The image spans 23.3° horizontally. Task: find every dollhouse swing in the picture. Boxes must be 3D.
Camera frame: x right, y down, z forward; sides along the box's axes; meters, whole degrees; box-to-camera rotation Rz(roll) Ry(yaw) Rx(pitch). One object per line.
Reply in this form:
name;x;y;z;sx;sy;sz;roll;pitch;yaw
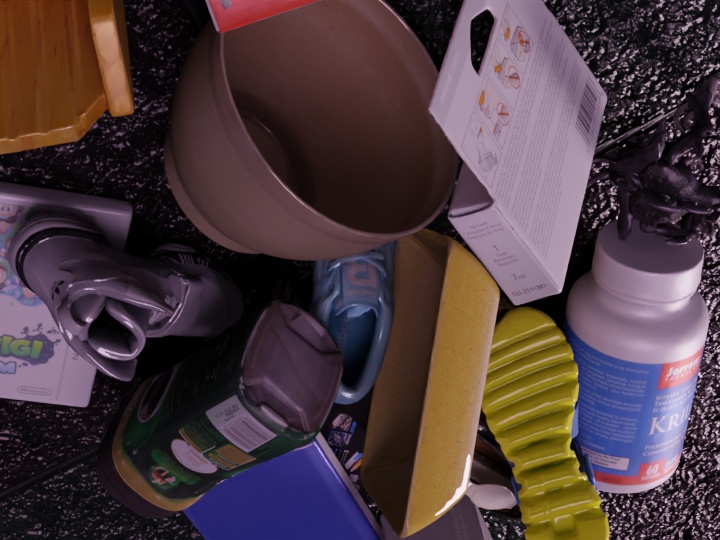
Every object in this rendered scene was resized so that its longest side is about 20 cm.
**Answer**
dollhouse swing;-0.259;-0.195;1.095;0.199;0.183;0.176;-10;144;-2

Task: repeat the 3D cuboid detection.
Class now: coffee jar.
coffee jar;-0.106;0.105;1.262;0.085;0.105;0.200;40;136;-19

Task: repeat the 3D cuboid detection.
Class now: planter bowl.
planter bowl;-0.050;-0.090;1.193;0.200;0.201;0.135;31;141;-26

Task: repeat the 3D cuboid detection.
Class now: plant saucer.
plant saucer;0.050;0.072;1.230;0.048;0.200;0.201;8;94;-9

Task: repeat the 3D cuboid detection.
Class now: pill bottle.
pill bottle;0.211;0.065;1.368;0.111;0.112;0.201;-1;124;-9

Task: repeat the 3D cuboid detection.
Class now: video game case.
video game case;-0.285;0.015;1.304;0.199;0.024;0.183;8;121;-16

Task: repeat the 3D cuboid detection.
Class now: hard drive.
hard drive;-0.063;0.199;1.413;0.131;0.025;0.200;-14;137;13

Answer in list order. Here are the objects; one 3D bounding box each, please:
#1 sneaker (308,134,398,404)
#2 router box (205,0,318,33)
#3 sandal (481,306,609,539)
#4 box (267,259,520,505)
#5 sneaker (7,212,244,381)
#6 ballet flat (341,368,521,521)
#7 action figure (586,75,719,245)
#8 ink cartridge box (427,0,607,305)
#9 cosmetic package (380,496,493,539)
sneaker;0.000;0.000;1.273;0.073;0.082;0.201;-1;96;-16
router box;-0.019;-0.235;1.079;0.178;0.200;0.049;-18;124;3
sandal;0.138;0.128;1.342;0.079;0.087;0.201;-10;88;6
box;0.008;0.095;1.393;0.197;0.050;0.201;9;121;-16
sneaker;-0.154;0.031;1.262;0.199;0.115;0.075;20;113;-40
ballet flat;0.068;0.136;1.361;0.199;0.069;0.068;31;113;-25
action figure;0.258;-0.071;1.296;0.199;0.102;0.119;10;128;-5
ink cartridge box;0.097;-0.107;1.187;0.043;0.201;0.174;-16;129;34
cosmetic package;0.088;0.283;1.452;0.090;0.107;0.200;-17;136;4
